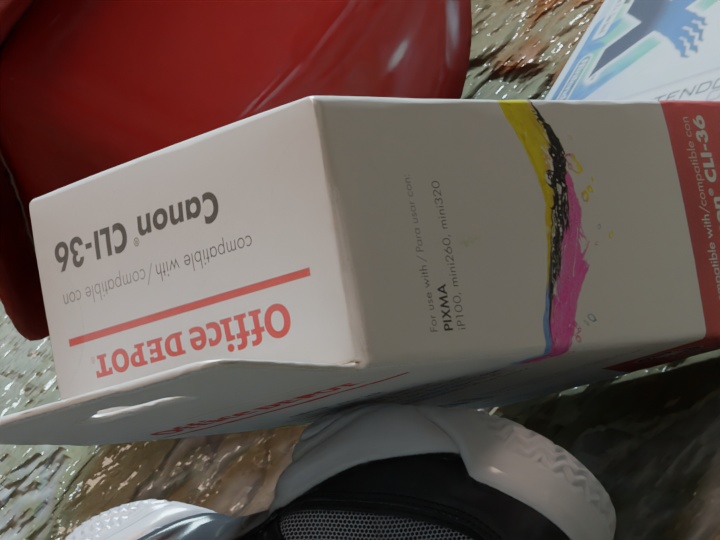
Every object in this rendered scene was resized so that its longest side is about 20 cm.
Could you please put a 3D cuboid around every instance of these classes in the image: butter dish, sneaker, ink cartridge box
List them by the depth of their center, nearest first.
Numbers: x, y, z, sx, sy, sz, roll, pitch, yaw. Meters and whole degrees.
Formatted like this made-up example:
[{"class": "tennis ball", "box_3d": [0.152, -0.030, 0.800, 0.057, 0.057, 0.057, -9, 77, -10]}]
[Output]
[{"class": "sneaker", "box_3d": [-0.023, 0.107, 0.713, 0.200, 0.075, 0.114, -21, 35, 44]}, {"class": "ink cartridge box", "box_3d": [0.000, 0.000, 0.717, 0.200, 0.068, 0.116, -3, -10, -44]}, {"class": "butter dish", "box_3d": [-0.023, -0.055, 0.927, 0.199, 0.148, 0.200, -50, -19, -19]}]

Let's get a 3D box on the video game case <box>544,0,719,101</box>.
[{"class": "video game case", "box_3d": [0.147, -0.106, 0.879, 0.182, 0.022, 0.200, -15, 34, 48]}]
